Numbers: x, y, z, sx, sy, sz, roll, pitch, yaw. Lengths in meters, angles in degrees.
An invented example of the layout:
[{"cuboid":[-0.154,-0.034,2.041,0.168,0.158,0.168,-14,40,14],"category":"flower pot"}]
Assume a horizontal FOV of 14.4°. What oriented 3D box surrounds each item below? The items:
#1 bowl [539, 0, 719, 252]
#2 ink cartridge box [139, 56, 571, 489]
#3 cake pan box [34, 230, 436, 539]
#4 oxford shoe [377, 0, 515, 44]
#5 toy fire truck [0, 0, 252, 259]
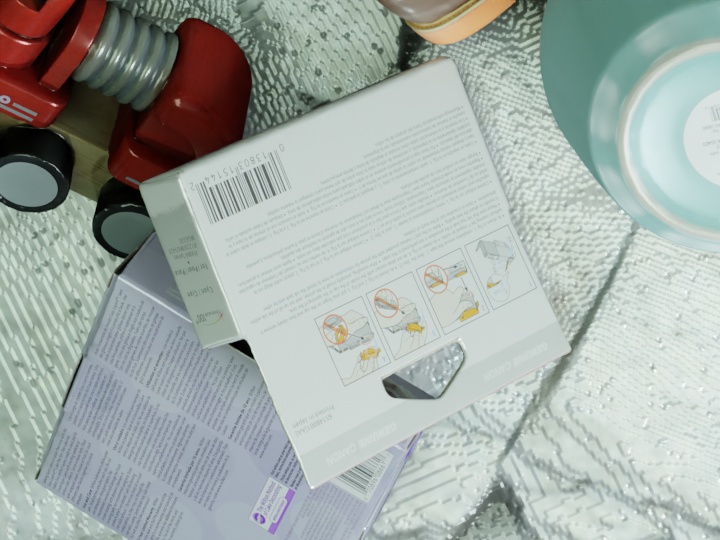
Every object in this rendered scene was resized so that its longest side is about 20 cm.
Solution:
[{"cuboid":[0.188,-0.089,1.452,0.201,0.105,0.201,3,120,6],"category":"bowl"},{"cuboid":[0.000,0.000,1.500,0.045,0.200,0.176,-16,97,52],"category":"ink cartridge box"},{"cuboid":[-0.072,0.092,1.558,0.184,0.052,0.200,29,135,5],"category":"cake pan box"},{"cuboid":[0.084,-0.197,1.483,0.200,0.073,0.071,-41,45,22],"category":"oxford shoe"},{"cuboid":[-0.125,-0.130,1.498,0.176,0.129,0.200,26,136,-18],"category":"toy fire truck"}]
